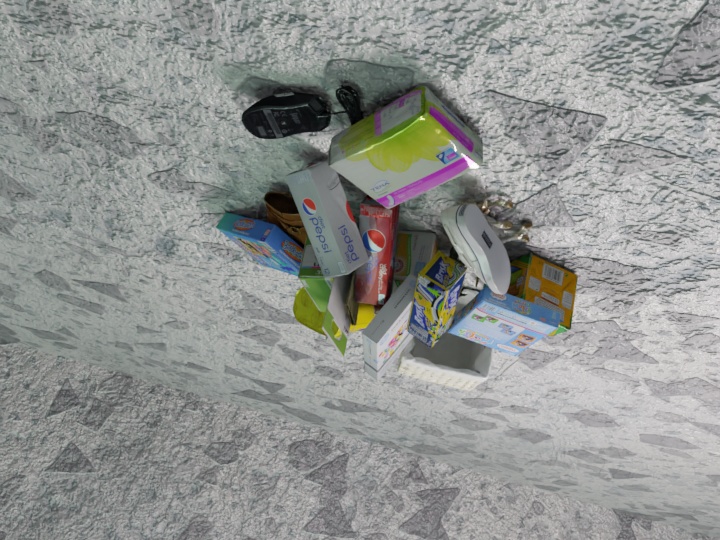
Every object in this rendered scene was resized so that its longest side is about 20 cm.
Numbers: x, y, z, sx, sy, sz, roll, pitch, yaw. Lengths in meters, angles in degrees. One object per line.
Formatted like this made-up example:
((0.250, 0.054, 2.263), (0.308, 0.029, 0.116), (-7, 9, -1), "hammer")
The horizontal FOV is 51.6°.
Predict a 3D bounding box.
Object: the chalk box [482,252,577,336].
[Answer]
((0.325, 0.067, 1.520), (0.125, 0.124, 0.200), (24, 154, -18), "chalk box")

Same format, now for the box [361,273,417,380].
((0.065, 0.114, 1.459), (0.041, 0.156, 0.200), (33, 157, 19), "box")

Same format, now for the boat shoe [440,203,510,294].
((0.201, -0.035, 1.304), (0.066, 0.072, 0.200), (1, 142, 42), "boat shoe")

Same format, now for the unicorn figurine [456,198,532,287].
((0.238, -0.068, 1.362), (0.137, 0.074, 0.200), (-7, 132, 40), "unicorn figurine")

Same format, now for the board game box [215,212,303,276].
((-0.194, -0.051, 1.566), (0.200, 0.045, 0.152), (16, 159, 48), "board game box")

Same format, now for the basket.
((0.198, 0.151, 1.691), (0.200, 0.198, 0.161), (13, 160, 2), "basket")

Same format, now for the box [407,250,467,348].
((0.140, 0.057, 1.386), (0.064, 0.070, 0.200), (33, 149, 18), "box")

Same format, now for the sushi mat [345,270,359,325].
((0.000, 0.000, 1.465), (0.012, 0.200, 0.096), (6, 154, 12), "sushi mat")

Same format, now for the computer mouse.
((-0.080, -0.238, 1.194), (0.200, 0.046, 0.140), (-8, 146, 19), "computer mouse")

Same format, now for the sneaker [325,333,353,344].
((-0.015, 0.106, 1.864), (0.200, 0.079, 0.078), (-32, 140, 26), "sneaker")

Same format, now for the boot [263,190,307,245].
((-0.095, -0.089, 1.472), (0.200, 0.074, 0.155), (13, 160, 10), "boot")

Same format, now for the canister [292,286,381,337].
((-0.030, 0.085, 1.680), (0.148, 0.087, 0.200), (22, -164, 38), "canister")

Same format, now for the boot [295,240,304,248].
((-0.049, -0.023, 1.607), (0.200, 0.072, 0.144), (16, 154, 5), "boot")

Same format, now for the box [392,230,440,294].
((0.112, 0.014, 1.542), (0.101, 0.113, 0.200), (6, 153, 18), "box")

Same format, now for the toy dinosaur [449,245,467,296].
((0.186, 0.020, 1.505), (0.047, 0.200, 0.088), (25, -161, 28), "toy dinosaur")

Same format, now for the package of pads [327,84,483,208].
((0.065, -0.185, 1.153), (0.200, 0.068, 0.154), (-24, 139, 36), "package of pads")

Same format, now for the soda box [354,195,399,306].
((0.031, -0.039, 1.392), (0.063, 0.070, 0.200), (9, 114, 12), "soda box")

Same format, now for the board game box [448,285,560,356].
((0.272, 0.102, 1.439), (0.151, 0.037, 0.200), (20, 155, -5), "board game box")

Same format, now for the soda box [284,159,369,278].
((-0.058, -0.092, 1.330), (0.063, 0.068, 0.200), (-10, 105, 42), "soda box")

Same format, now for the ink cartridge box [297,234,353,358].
((-0.066, 0.048, 1.433), (0.076, 0.200, 0.148), (2, 151, 17), "ink cartridge box")
